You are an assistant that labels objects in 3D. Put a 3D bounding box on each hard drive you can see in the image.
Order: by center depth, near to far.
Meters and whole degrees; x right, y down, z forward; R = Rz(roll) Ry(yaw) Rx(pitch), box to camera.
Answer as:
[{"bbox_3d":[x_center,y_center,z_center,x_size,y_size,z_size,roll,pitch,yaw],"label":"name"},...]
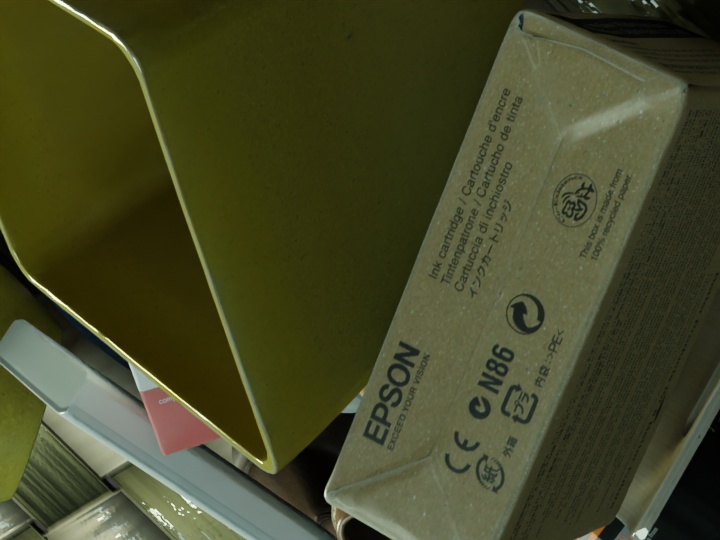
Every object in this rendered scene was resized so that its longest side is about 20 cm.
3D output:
[{"bbox_3d":[-0.086,0.100,1.427,0.200,0.027,0.132,37,176,-25],"label":"hard drive"}]

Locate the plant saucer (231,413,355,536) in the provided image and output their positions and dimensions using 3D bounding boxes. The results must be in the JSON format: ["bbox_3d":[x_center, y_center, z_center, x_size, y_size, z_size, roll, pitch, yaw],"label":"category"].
[{"bbox_3d":[0.005,0.141,1.529,0.200,0.035,0.201,27,147,19],"label":"plant saucer"}]

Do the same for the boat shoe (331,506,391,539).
[{"bbox_3d":[0.069,0.161,1.332,0.199,0.072,0.076,30,112,4],"label":"boat shoe"}]

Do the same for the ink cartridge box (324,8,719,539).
[{"bbox_3d":[0.080,0.005,1.071,0.075,0.165,0.201,26,103,19],"label":"ink cartridge box"}]

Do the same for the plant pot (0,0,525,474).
[{"bbox_3d":[-0.042,-0.080,1.081,0.200,0.176,0.201,34,149,46],"label":"plant pot"}]

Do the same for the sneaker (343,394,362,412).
[{"bbox_3d":[0.000,0.000,1.329,0.081,0.075,0.201,11,142,21],"label":"sneaker"}]

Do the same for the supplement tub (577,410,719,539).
[{"bbox_3d":[0.113,0.097,1.275,0.200,0.123,0.123,38,149,5],"label":"supplement tub"}]

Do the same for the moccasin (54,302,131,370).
[{"bbox_3d":[-0.134,-0.030,1.433,0.080,0.068,0.200,-10,125,42],"label":"moccasin"}]

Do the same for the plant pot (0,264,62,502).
[{"bbox_3d":[-0.248,0.060,1.576,0.141,0.201,0.200,17,150,-11],"label":"plant pot"}]

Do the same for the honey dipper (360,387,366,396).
[{"bbox_3d":[0.020,0.070,1.181,0.038,0.038,0.200,6,137,42],"label":"honey dipper"}]

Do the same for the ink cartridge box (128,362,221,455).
[{"bbox_3d":[-0.096,-0.031,1.318,0.117,0.067,0.201,-108,1,-60],"label":"ink cartridge box"}]

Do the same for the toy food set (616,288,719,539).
[{"bbox_3d":[0.069,0.004,1.184,0.199,0.144,0.060,31,-170,16],"label":"toy food set"}]
